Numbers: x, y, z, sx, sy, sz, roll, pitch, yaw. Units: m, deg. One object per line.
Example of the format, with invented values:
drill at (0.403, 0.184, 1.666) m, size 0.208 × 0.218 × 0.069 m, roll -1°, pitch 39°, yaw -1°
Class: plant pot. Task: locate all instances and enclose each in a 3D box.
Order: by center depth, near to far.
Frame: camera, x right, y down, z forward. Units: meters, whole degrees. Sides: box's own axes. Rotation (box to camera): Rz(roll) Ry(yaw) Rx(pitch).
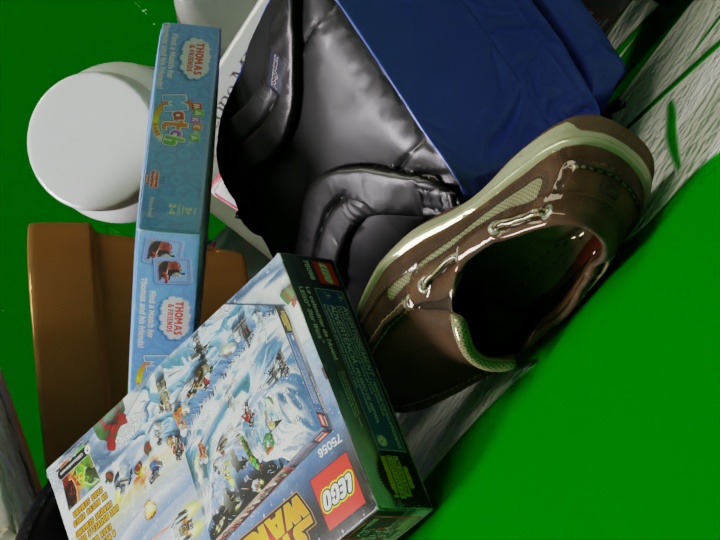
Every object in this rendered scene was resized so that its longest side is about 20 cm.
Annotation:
plant pot at (-0.139, 0.063, 1.560) m, size 0.200 × 0.139 × 0.201 m, roll 175°, pitch 90°, yaw -85°

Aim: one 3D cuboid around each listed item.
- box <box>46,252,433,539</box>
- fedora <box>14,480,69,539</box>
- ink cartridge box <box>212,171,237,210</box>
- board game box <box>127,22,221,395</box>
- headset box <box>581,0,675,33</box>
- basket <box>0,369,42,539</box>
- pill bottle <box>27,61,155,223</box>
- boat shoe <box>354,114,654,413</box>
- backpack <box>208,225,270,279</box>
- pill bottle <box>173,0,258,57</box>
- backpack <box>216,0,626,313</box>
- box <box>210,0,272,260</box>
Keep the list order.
box at (-0.063, 0.104, 1.138) m, size 0.200 × 0.040 × 0.137 m, roll -41°, pitch 57°, yaw 34°
fedora at (-0.106, 0.151, 1.359) m, size 0.200 × 0.092 × 0.201 m, roll -35°, pitch 26°, yaw 20°
ink cartridge box at (0.028, -0.097, 1.385) m, size 0.200 × 0.145 × 0.085 m, roll -60°, pitch 7°, yaw -17°
board game box at (-0.099, -0.004, 1.256) m, size 0.200 × 0.036 × 0.152 m, roll 97°, pitch 176°, yaw -46°
headset box at (0.092, -0.210, 1.230) m, size 0.149 × 0.200 × 0.077 m, roll -49°, pitch 7°, yaw 46°
basket at (-0.262, 0.155, 1.461) m, size 0.135 × 0.201 × 0.123 m, roll -18°, pitch 28°, yaw -6°
pill bottle at (-0.161, -0.090, 1.712) m, size 0.113 × 0.113 × 0.200 m, roll -56°, pitch -9°, yaw 9°
boat shoe at (0.051, 0.013, 1.068) m, size 0.202 × 0.075 × 0.075 m, roll -50°, pitch 16°, yaw 43°
backpack at (-0.110, 0.043, 1.731) m, size 0.200 × 0.150 × 0.178 m, roll -51°, pitch -3°, yaw 9°
pill bottle at (-0.081, -0.183, 1.811) m, size 0.109 × 0.109 × 0.200 m, roll -58°, pitch -6°, yaw -10°
backpack at (0.029, -0.065, 1.208) m, size 0.167 × 0.163 × 0.200 m, roll -19°, pitch -20°, yaw -31°
box at (-0.013, -0.117, 1.634) m, size 0.199 × 0.131 × 0.200 m, roll -56°, pitch -10°, yaw 13°
